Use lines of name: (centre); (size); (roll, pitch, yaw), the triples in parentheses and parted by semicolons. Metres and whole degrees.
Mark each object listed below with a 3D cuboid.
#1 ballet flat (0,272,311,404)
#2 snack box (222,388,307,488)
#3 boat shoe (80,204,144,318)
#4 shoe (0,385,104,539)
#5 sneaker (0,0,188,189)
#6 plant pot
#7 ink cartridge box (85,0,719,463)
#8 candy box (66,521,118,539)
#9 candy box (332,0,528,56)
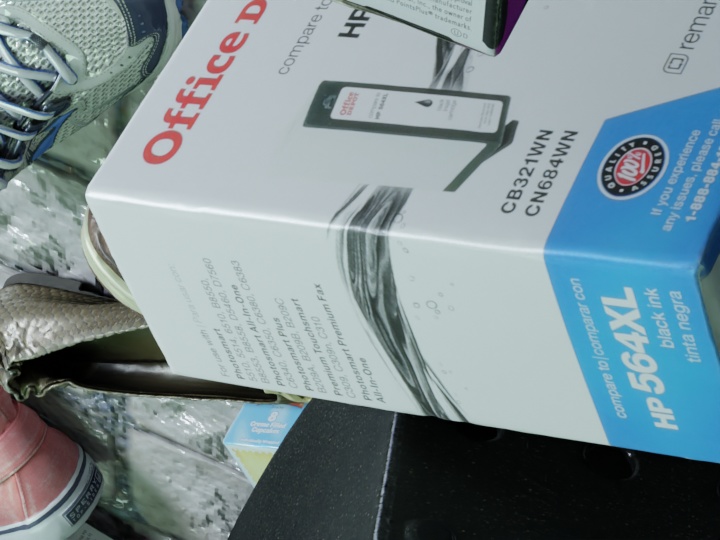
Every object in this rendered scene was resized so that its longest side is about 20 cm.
ballet flat: (-0.078, 0.034, 1.017); (0.199, 0.047, 0.068); (4, 139, 34)
snack box: (0.052, 0.100, 1.010); (0.199, 0.037, 0.117); (2, 137, 36)
boat shoe: (0.002, -0.005, 0.885); (0.201, 0.075, 0.075); (16, 146, 1)
shoe: (-0.215, 0.090, 1.179); (0.199, 0.072, 0.091); (-13, 126, 40)
sneaker: (-0.131, -0.058, 0.902); (0.077, 0.085, 0.200); (38, 145, -13)
plant pot: (0.053, 0.122, 0.811); (0.198, 0.201, 0.178); (15, 130, -3)
ink cartridge box: (0.041, -0.036, 0.743); (0.199, 0.146, 0.085); (7, 141, 30)
candy box: (-0.085, 0.217, 1.232); (0.199, 0.061, 0.137); (33, 144, -3)
candy box: (0.036, -0.169, 0.582); (0.061, 0.137, 0.201); (20, 145, 13)
